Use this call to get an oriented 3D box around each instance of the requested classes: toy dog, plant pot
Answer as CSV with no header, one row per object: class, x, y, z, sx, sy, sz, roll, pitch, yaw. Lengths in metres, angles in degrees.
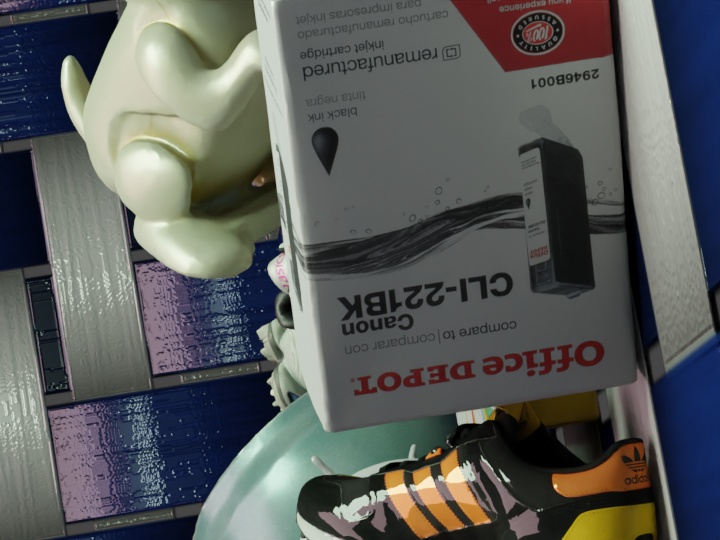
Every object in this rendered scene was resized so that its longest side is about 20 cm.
toy dog,-0.081,-0.130,1.407,0.194,0.139,0.201,31,132,42
plant pot,0.022,0.162,1.542,0.134,0.200,0.201,49,158,28

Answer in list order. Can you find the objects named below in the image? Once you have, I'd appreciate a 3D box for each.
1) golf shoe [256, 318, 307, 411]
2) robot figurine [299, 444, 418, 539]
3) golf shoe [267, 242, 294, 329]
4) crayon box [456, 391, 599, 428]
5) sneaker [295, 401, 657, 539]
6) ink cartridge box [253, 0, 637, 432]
golf shoe,0.032,0.057,1.597,0.200,0.097,0.079,9,-121,-55
robot figurine,0.035,0.184,1.391,0.113,0.169,0.201,-36,65,34
golf shoe,0.000,0.000,1.361,0.200,0.092,0.073,102,159,-72
crayon box,0.076,0.017,1.334,0.200,0.051,0.127,155,107,-85
sneaker,0.055,0.100,1.226,0.199,0.070,0.091,10,97,41
ink cartridge box,0.037,-0.042,1.152,0.084,0.143,0.201,-112,14,-67
